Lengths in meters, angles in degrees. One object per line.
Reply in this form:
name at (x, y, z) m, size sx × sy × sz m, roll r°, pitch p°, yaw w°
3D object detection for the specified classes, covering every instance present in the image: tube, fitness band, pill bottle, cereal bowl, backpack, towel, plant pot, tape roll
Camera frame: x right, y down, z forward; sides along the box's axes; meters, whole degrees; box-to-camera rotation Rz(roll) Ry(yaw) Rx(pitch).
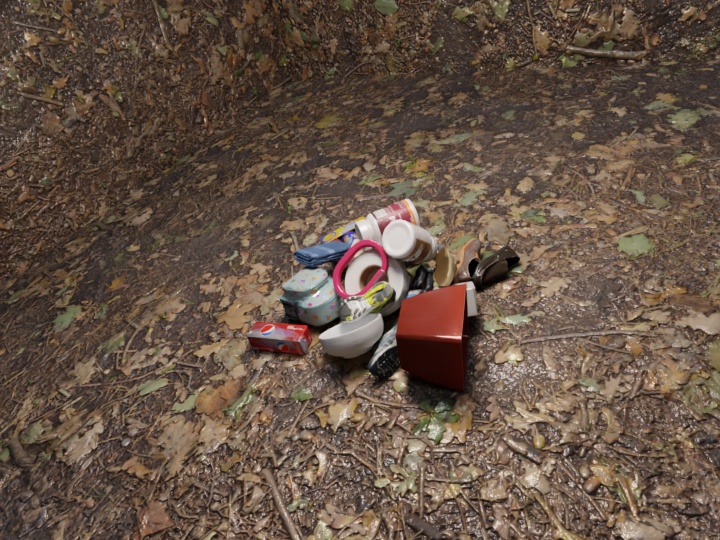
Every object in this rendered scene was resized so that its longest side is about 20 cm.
tube at (0.221, 0.031, 1.707) m, size 0.057 × 0.053 × 0.201 m, roll 11°, pitch 25°, yaw -23°
fitness band at (0.000, 0.000, 1.616) m, size 0.201 × 0.037 × 0.144 m, roll -49°, pitch 65°, yaw 8°
pill bottle at (0.161, -0.082, 1.627) m, size 0.112 × 0.198 × 0.117 m, roll -5°, pitch 80°, yaw 33°
cereal bowl at (-0.018, 0.198, 1.522) m, size 0.196 × 0.085 × 0.200 m, roll -21°, pitch 5°, yaw 2°
backpack at (-0.149, 0.084, 1.700) m, size 0.197 × 0.156 × 0.175 m, roll 21°, pitch 44°, yaw 36°
towel at (-0.126, -0.056, 1.783) m, size 0.110 × 0.050 × 0.198 m, roll 18°, pitch 25°, yaw 41°
plant pot at (0.191, 0.172, 1.379) m, size 0.172 × 0.203 × 0.202 m, roll 2°, pitch 42°, yaw 16°
pill bottle at (0.087, -0.147, 1.714) m, size 0.196 × 0.116 × 0.115 m, roll -22°, pitch 36°, yaw -8°
tape roll at (0.052, 0.041, 1.643) m, size 0.198 × 0.071 × 0.208 m, roll -3°, pitch 81°, yaw 21°

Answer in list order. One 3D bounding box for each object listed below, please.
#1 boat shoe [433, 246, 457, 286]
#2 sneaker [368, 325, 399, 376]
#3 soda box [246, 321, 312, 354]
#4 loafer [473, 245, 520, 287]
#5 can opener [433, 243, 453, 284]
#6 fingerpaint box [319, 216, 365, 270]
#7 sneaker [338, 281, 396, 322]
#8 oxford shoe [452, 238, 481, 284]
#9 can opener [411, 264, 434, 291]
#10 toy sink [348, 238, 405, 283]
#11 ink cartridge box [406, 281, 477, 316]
boat shoe at (0.272, -0.005, 1.607) m, size 0.071 × 0.064 × 0.201 m, roll -47°, pitch 14°, yaw 28°
sneaker at (0.080, 0.229, 1.496) m, size 0.085 × 0.079 × 0.199 m, roll 3°, pitch 32°, yaw 44°
soda box at (-0.255, 0.213, 1.646) m, size 0.196 × 0.064 × 0.071 m, roll 3°, pitch 41°, yaw 24°
loafer at (0.433, -0.011, 1.647) m, size 0.199 × 0.074 × 0.071 m, roll -38°, pitch 41°, yaw -25°
can opener at (0.284, -0.033, 1.755) m, size 0.065 × 0.054 × 0.201 m, roll -18°, pitch 38°, yaw -3°
fingerpaint box at (-0.029, -0.103, 1.957) m, size 0.197 × 0.074 × 0.167 m, roll -28°, pitch 38°, yaw -14°
sneaker at (0.025, 0.106, 1.561) m, size 0.197 × 0.084 × 0.076 m, roll -27°, pitch 63°, yaw 22°
oxford shoe at (0.365, -0.031, 1.689) m, size 0.072 × 0.071 × 0.202 m, roll -18°, pitch 34°, yaw 47°
can opener at (0.196, 0.032, 1.580) m, size 0.062 × 0.080 × 0.200 m, roll 20°, pitch 9°, yaw -1°
toy sink at (0.071, -0.030, 1.774) m, size 0.195 × 0.132 × 0.113 m, roll -1°, pitch 38°, yaw 22°
ink cartridge box at (0.240, 0.095, 1.531) m, size 0.195 × 0.086 × 0.146 m, roll -9°, pitch 4°, yaw 11°
